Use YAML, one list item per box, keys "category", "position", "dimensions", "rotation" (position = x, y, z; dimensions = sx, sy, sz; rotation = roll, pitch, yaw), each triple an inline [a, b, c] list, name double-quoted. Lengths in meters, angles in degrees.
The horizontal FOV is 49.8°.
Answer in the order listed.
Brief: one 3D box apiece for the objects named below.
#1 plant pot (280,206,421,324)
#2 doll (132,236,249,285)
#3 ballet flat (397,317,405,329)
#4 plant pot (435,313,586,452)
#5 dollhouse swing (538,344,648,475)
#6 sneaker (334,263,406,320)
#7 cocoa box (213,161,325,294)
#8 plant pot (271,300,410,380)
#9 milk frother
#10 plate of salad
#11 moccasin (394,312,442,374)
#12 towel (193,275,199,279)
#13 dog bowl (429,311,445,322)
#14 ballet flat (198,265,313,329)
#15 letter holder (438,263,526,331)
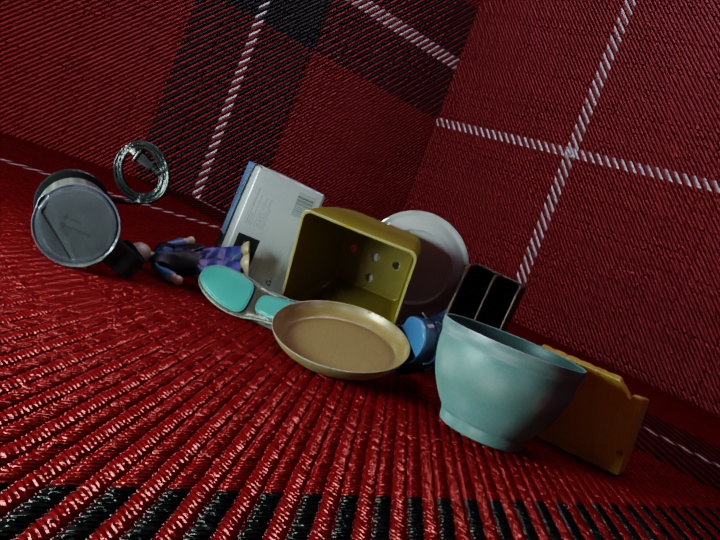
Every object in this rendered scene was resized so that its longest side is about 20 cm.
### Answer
- category: "plant pot"
  position: [0.000, 0.000, 1.319]
  dimensions: [0.198, 0.202, 0.176]
  rotation: [22, 24, 11]
- category: "doll"
  position: [-0.283, -0.022, 1.282]
  dimensions: [0.198, 0.049, 0.137]
  rotation: [1, 33, -8]
- category: "ballet flat"
  position: [0.075, 0.111, 1.446]
  dimensions: [0.198, 0.068, 0.076]
  rotation: [18, 40, -17]
- category: "plant pot"
  position: [0.182, 0.157, 1.035]
  dimensions: [0.199, 0.135, 0.200]
  rotation: [21, 4, -1]
- category: "dollhouse swing"
  position: [0.345, 0.197, 1.211]
  dimensions: [0.199, 0.184, 0.175]
  rotation: [23, 25, 29]
- category: "sneaker"
  position: [0.025, 0.008, 1.498]
  dimensions: [0.199, 0.119, 0.074]
  rotation: [26, -41, -11]
- category: "cocoa box"
  position: [-0.173, -0.078, 1.407]
  dimensions: [0.132, 0.202, 0.131]
  rotation: [22, 5, -20]
- category: "plant pot"
  position: [-0.029, 0.100, 1.090]
  dimensions: [0.198, 0.028, 0.200]
  rotation: [11, 22, -4]
- category: "milk frother"
  position: [-0.379, -0.109, 1.154]
  dimensions: [0.179, 0.202, 0.188]
  rotation: [23, 3, -26]
- category: "plate of salad"
  position: [0.099, -0.011, 1.418]
  dimensions: [0.198, 0.202, 0.048]
  rotation: [21, 16, 4]
- category: "moccasin"
  position: [0.094, 0.111, 1.160]
  dimensions: [0.067, 0.081, 0.200]
  rotation: [6, -14, -7]
- category: "towel"
  position: [-0.211, 0.029, 1.380]
  dimensions: [0.148, 0.031, 0.199]
  rotation: [17, 7, -40]
- category: "dog bowl"
  position: [0.158, 0.070, 1.511]
  dimensions: [0.049, 0.202, 0.111]
  rotation: [-15, -5, 10]
- category: "ballet flat"
  position: [-0.162, 0.055, 1.201]
  dimensions: [0.198, 0.068, 0.064]
  rotation: [23, -23, 14]
- category: "letter holder"
  position: [0.195, 0.099, 1.342]
  dimensions: [0.100, 0.202, 0.142]
  rotation: [25, 8, 16]
